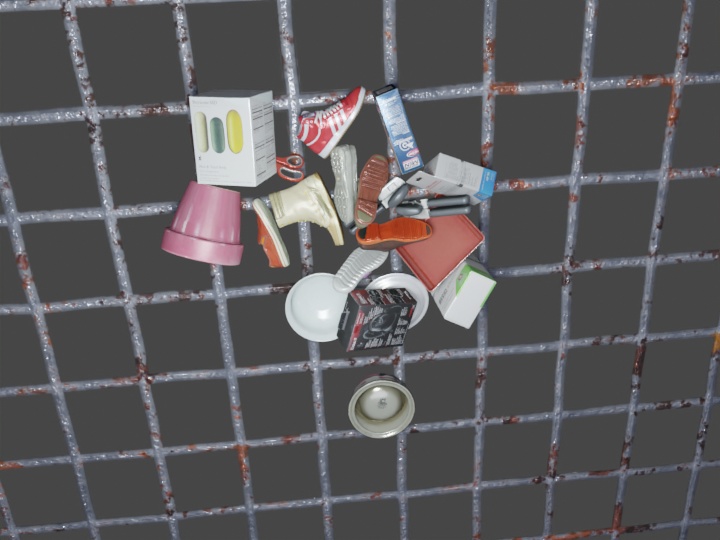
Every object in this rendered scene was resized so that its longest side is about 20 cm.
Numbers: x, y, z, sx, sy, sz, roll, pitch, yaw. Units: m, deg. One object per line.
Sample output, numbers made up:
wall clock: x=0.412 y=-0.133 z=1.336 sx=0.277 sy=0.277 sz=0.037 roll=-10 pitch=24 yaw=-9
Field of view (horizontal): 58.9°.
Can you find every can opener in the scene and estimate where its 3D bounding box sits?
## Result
can opener: x=0.042 y=-0.166 z=1.668 sx=0.200 sy=0.067 sz=0.053 roll=-39 pitch=110 yaw=10
can opener: x=0.189 y=-0.158 z=1.653 sx=0.198 sy=0.067 sz=0.053 roll=-4 pitch=115 yaw=29

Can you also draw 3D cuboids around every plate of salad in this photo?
plate of salad: x=0.092 y=0.089 z=1.787 sx=0.198 sy=0.048 sz=0.202 roll=-4 pitch=122 yaw=-6

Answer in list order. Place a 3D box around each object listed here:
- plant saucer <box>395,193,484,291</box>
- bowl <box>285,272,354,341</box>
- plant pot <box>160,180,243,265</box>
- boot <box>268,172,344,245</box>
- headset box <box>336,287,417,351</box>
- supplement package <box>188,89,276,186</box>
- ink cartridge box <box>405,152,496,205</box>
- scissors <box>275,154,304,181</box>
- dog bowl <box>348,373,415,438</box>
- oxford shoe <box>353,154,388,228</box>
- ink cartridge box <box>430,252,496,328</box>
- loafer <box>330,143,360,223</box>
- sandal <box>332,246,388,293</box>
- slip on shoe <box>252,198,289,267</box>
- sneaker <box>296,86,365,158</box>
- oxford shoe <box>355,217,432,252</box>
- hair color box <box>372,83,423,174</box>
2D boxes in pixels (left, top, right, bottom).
plant saucer: x=0.204 y=-0.074 z=1.677 sx=0.200 sy=0.200 sz=0.037 roll=-45 pitch=146 yaw=12
bowl: x=-0.106 y=0.085 z=1.744 sx=0.199 sy=0.091 sz=0.203 roll=-2 pitch=112 yaw=-5
plant pot: x=-0.381 y=-0.123 z=1.594 sx=0.198 sy=0.200 sz=0.181 roll=12 pitch=95 yaw=-10
boot: x=-0.137 y=-0.136 z=1.661 sx=0.154 sy=0.073 sz=0.201 roll=-23 pitch=110 yaw=4
headset box: x=0.034 y=0.130 z=1.697 sx=0.198 sy=0.077 sz=0.150 roll=-2 pitch=123 yaw=-29
supplement package: x=-0.298 y=-0.318 z=1.513 sx=0.150 sy=0.151 sz=0.202 roll=4 pitch=112 yaw=12
ink cartridge box: x=0.229 y=-0.237 z=1.623 sx=0.198 sy=0.116 sz=0.068 roll=16 pitch=79 yaw=-12
scissors: x=-0.235 y=-0.277 z=1.607 sx=0.198 sy=0.014 sz=0.074 roll=14 pitch=73 yaw=-11
dog bowl: x=0.060 y=0.394 z=1.893 sx=0.198 sy=0.074 sz=0.202 roll=-1 pitch=112 yaw=-4
oxford shoe: x=0.019 y=-0.201 z=1.628 sx=0.070 sy=0.074 sz=0.202 roll=21 pitch=71 yaw=-8
ink cartridge box: x=0.264 y=0.036 z=1.699 sx=0.083 sy=0.200 sz=0.146 roll=22 pitch=109 yaw=-16
loafer: x=-0.030 y=-0.222 z=1.635 sx=0.069 sy=0.070 sz=0.202 roll=-18 pitch=116 yaw=-34
sandal: x=-0.006 y=-0.004 z=1.694 sx=0.082 sy=0.202 sz=0.050 roll=35 pitch=144 yaw=22
slip on shoe: x=-0.246 y=-0.093 z=1.673 sx=0.061 sy=0.074 sz=0.201 roll=-16 pitch=117 yaw=5
sneaker: x=-0.079 y=-0.385 z=1.567 sx=0.112 sy=0.071 sz=0.201 roll=30 pitch=109 yaw=-19
oxford shoe: x=0.089 y=-0.090 z=1.685 sx=0.198 sy=0.072 sz=0.073 roll=-3 pitch=149 yaw=5
hair color box: x=0.092 y=-0.350 z=1.580 sx=0.060 sy=0.100 sz=0.201 roll=-21 pitch=112 yaw=4
